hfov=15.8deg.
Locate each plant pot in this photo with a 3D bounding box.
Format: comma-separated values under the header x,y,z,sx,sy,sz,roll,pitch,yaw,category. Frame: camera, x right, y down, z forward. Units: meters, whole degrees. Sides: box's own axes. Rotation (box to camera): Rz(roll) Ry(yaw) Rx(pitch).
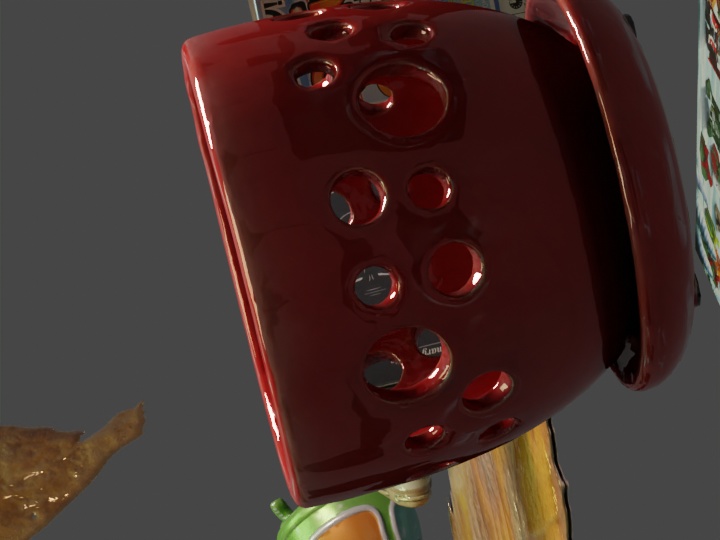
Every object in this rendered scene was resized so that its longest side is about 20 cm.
x,y,z,sx,sy,sz,roll,pitch,yaw,category
0.034,-0.017,1.072,0.200,0.182,0.201,168,90,-85,plant pot

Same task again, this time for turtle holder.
x,y,z,sx,sy,sz,roll,pitch,yaw,category
-0.005,0.274,2.556,0.132,0.141,0.186,57,159,19,turtle holder

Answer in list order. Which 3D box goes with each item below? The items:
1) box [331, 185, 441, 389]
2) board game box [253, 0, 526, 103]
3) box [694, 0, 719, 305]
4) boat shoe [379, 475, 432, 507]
x,y,z,sx,sy,sz,roll,pitch,yaw,category
0.000,0.000,1.707,0.107,0.148,0.201,89,168,-69,box
0.006,-0.178,1.245,0.034,0.135,0.201,-106,4,-77,board game box
0.133,-0.032,0.733,0.200,0.040,0.137,83,172,-46,box
0.025,0.178,2.315,0.200,0.073,0.063,155,105,-84,boat shoe
